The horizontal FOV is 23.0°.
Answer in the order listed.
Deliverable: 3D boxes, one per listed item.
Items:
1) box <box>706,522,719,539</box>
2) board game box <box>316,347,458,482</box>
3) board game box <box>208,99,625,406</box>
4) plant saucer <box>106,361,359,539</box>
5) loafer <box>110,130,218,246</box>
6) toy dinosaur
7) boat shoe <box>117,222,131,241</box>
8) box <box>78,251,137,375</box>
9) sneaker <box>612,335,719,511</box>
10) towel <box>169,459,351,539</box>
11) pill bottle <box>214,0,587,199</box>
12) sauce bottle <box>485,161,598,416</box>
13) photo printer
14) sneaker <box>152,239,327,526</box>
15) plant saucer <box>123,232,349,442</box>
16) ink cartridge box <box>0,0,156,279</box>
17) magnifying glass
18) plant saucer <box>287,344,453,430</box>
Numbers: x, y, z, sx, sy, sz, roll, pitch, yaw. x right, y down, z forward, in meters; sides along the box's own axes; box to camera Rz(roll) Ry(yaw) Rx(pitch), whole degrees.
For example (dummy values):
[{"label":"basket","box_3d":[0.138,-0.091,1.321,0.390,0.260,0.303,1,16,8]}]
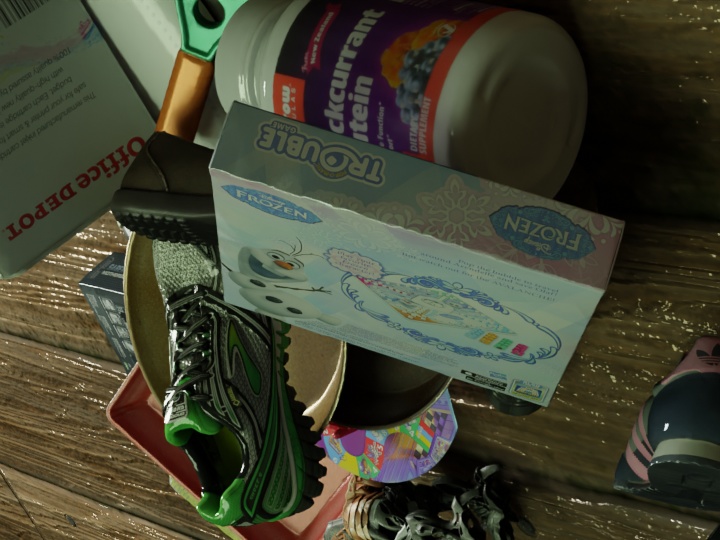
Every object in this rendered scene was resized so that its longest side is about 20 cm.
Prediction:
[{"label":"box","box_3d":[0.278,0.231,1.030,0.200,0.106,0.123,37,150,19]},{"label":"board game box","box_3d":[-0.018,0.056,1.207,0.157,0.039,0.201,-11,97,47]},{"label":"board game box","box_3d":[0.023,-0.003,0.930,0.199,0.044,0.199,18,161,4]},{"label":"plant saucer","box_3d":[-0.072,0.104,1.344,0.199,0.037,0.200,40,123,6]},{"label":"loafer","box_3d":[-0.048,-0.051,1.044,0.198,0.072,0.073,7,165,7]},{"label":"toy dinosaur","box_3d":[0.032,0.183,1.271,0.135,0.102,0.201,2,132,23]},{"label":"boat shoe","box_3d":[-0.118,-0.037,1.258,0.200,0.071,0.068,-27,81,65]},{"label":"box","box_3d":[-0.134,0.084,1.471,0.157,0.051,0.201,10,134,48]},{"label":"sneaker","box_3d":[0.193,0.093,1.032,0.070,0.083,0.200,12,167,1]},{"label":"towel","box_3d":[-0.057,0.151,1.391,0.143,0.023,0.200,41,122,6]},{"label":"pill bottle","box_3d":[0.015,-0.099,0.968,0.199,0.111,0.112,18,141,42]},{"label":"sauce bottle","box_3d":[0.101,0.015,1.049,0.066,0.066,0.201,34,152,22]},{"label":"photo printer","box_3d":[-0.138,-0.145,1.164,0.167,0.069,0.200,56,151,-15]},{"label":"sneaker","box_3d":[-0.086,0.060,1.087,0.078,0.085,0.201,-23,85,41]},{"label":"plant saucer","box_3d":[-0.074,0.027,1.149,0.199,0.035,0.202,11,108,38]},{"label":"ink cartridge box","box_3d":[-0.235,-0.112,1.112,0.083,0.146,0.201,-6,118,58]},{"label":"magnifying glass","box_3d":[-0.091,-0.148,1.055,0.079,0.022,0.201,22,123,1]},{"label":"plant saucer","box_3d":[0.000,0.000,1.123,0.199,0.034,0.202,11,107,39]}]
